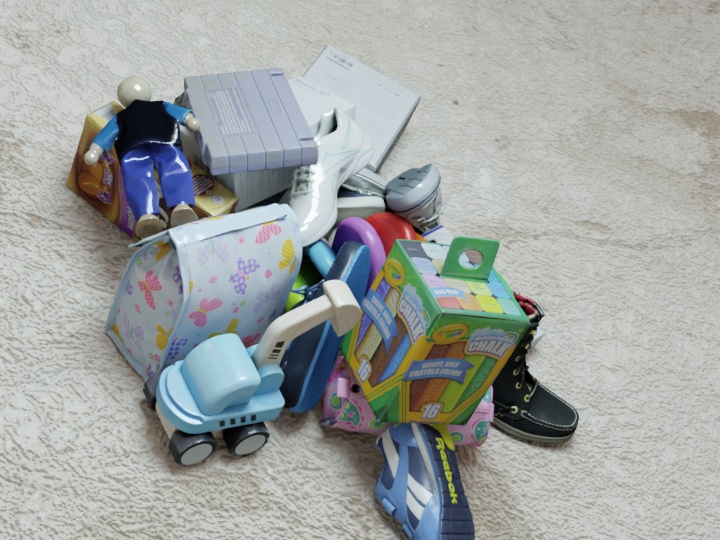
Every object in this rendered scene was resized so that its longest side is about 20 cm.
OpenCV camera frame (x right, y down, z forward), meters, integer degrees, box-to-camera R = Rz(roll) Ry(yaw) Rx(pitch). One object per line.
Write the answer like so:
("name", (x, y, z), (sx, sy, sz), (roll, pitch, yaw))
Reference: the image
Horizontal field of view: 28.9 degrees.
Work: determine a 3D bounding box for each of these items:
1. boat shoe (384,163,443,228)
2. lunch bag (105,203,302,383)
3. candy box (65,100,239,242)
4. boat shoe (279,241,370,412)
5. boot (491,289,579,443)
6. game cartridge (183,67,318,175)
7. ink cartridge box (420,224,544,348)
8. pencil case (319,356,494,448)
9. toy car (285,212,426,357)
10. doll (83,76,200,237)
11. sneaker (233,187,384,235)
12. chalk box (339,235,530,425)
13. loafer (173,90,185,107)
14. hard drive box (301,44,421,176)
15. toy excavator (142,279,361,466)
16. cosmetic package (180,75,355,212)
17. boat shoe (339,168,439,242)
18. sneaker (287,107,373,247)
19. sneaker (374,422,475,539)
("boat shoe", (0.076, -0.087, 1.710), (0.067, 0.074, 0.200), (54, 5, -8))
("lunch bag", (-0.167, 0.010, 1.525), (0.169, 0.200, 0.127), (-19, 60, -39))
("candy box", (-0.248, -0.094, 1.649), (0.200, 0.117, 0.056), (37, 42, 10))
("boat shoe", (-0.053, 0.054, 1.541), (0.069, 0.084, 0.200), (20, 76, 25))
("boot", (0.189, 0.113, 1.648), (0.203, 0.154, 0.074), (26, 41, -2))
("game cartridge", (-0.134, -0.176, 1.636), (0.129, 0.038, 0.200), (-11, 37, -10))
("ink cartridge box", (0.134, 0.036, 1.777), (0.099, 0.039, 0.200), (-26, 69, -42))
("pencil case", (0.052, 0.150, 1.587), (0.200, 0.087, 0.088), (12, 43, -21))
("toy car", (0.000, 0.000, 1.663), (0.200, 0.150, 0.175), (-12, 55, -36))
("doll", (-0.244, -0.136, 1.573), (0.136, 0.048, 0.200), (-14, 64, -3))
("sneaker", (-0.070, -0.093, 1.748), (0.200, 0.075, 0.085), (-4, 61, -16))
("chalk box", (0.086, 0.051, 1.482), (0.125, 0.200, 0.124), (6, 37, -33))
("loafer", (-0.163, -0.156, 1.792), (0.200, 0.072, 0.073), (29, 40, -1))
("hard drive box", (-0.025, -0.202, 1.910), (0.156, 0.077, 0.200), (29, 41, 2))
("toy excavator", (-0.110, 0.099, 1.463), (0.194, 0.200, 0.100), (-8, 53, -33))
("cosmetic package", (-0.112, -0.158, 1.706), (0.113, 0.081, 0.200), (30, 45, 34))
("boat shoe", (0.013, -0.082, 1.814), (0.200, 0.071, 0.064), (21, 41, -12))
("sneaker", (-0.056, -0.109, 1.644), (0.080, 0.070, 0.200), (56, 47, -37))
("sneaker", (0.067, 0.253, 1.511), (0.074, 0.082, 0.200), (27, 46, -53))
